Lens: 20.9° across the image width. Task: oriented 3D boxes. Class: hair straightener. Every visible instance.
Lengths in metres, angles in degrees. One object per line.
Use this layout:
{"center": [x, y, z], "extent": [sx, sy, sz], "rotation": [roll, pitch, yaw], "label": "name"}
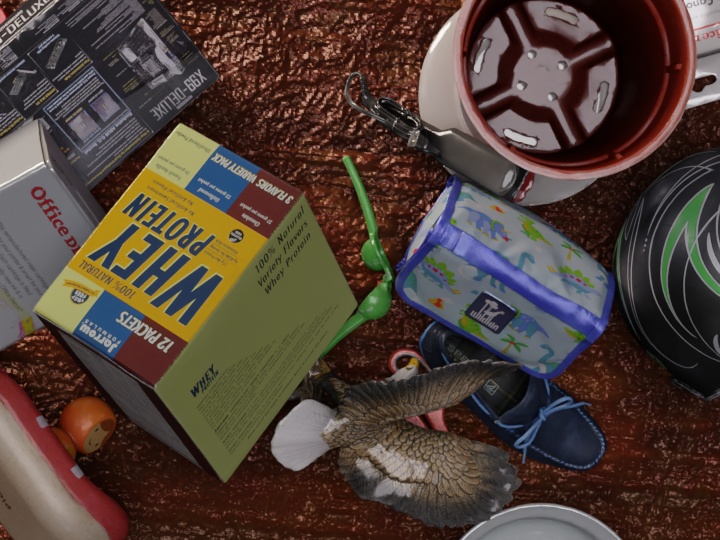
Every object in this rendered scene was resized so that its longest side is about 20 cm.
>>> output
{"center": [0.060, -0.125, 1.722], "extent": [0.200, 0.077, 0.041], "rotation": [36, 99, 25], "label": "hair straightener"}

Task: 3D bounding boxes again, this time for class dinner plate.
{"center": [0.153, -0.160, 1.780], "extent": [0.199, 0.024, 0.201], "rotation": [0, 92, -3], "label": "dinner plate"}

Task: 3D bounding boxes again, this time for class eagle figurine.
{"center": [0.034, 0.129, 1.691], "extent": [0.199, 0.152, 0.152], "rotation": [16, 77, 25], "label": "eagle figurine"}

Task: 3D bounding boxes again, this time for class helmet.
{"center": [0.317, -0.006, 1.709], "extent": [0.200, 0.200, 0.191], "rotation": [-33, 84, -2], "label": "helmet"}

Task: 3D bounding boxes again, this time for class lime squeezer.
{"center": [0.000, 0.000, 1.775], "extent": [0.070, 0.038, 0.201], "rotation": [11, 91, 29], "label": "lime squeezer"}

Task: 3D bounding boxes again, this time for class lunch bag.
{"center": [0.126, 0.005, 1.692], "extent": [0.170, 0.200, 0.128], "rotation": [30, 89, -3], "label": "lunch bag"}

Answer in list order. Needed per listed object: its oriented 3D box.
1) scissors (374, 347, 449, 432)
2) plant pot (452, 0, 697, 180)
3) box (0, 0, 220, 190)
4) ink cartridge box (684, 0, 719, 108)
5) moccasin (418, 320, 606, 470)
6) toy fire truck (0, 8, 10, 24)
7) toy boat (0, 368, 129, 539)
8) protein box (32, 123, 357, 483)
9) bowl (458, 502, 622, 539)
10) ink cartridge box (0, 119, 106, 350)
{"center": [0.082, 0.162, 1.784], "extent": [0.073, 0.014, 0.200], "rotation": [-41, 91, -4], "label": "scissors"}
{"center": [0.168, -0.174, 1.671], "extent": [0.200, 0.195, 0.202], "rotation": [0, 90, -3], "label": "plant pot"}
{"center": [-0.247, -0.169, 1.715], "extent": [0.200, 0.050, 0.158], "rotation": [-42, 122, -1], "label": "box"}
{"center": [0.289, -0.249, 1.761], "extent": [0.116, 0.067, 0.201], "rotation": [-17, 91, -4], "label": "ink cartridge box"}
{"center": [0.137, 0.120, 1.756], "extent": [0.199, 0.068, 0.081], "rotation": [31, 84, -7], "label": "moccasin"}
{"center": [-0.345, -0.243, 1.744], "extent": [0.199, 0.049, 0.142], "rotation": [-26, 90, -3], "label": "toy fire truck"}
{"center": [-0.270, 0.161, 1.730], "extent": [0.131, 0.130, 0.200], "rotation": [-37, 92, -31], "label": "toy boat"}
{"center": [-0.130, 0.030, 1.607], "extent": [0.135, 0.200, 0.199], "rotation": [30, 73, 25], "label": "protein box"}
{"center": [0.157, 0.305, 1.752], "extent": [0.200, 0.090, 0.202], "rotation": [0, 90, -2], "label": "bowl"}
{"center": [-0.322, -0.015, 1.689], "extent": [0.199, 0.083, 0.146], "rotation": [-28, 126, 5], "label": "ink cartridge box"}
